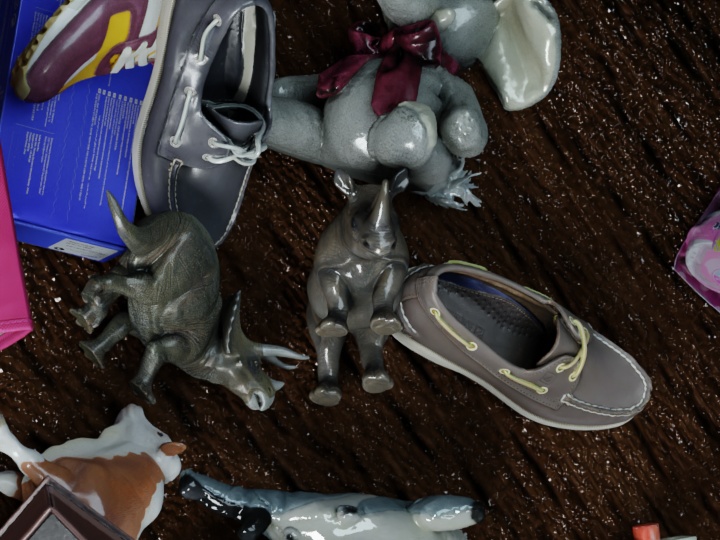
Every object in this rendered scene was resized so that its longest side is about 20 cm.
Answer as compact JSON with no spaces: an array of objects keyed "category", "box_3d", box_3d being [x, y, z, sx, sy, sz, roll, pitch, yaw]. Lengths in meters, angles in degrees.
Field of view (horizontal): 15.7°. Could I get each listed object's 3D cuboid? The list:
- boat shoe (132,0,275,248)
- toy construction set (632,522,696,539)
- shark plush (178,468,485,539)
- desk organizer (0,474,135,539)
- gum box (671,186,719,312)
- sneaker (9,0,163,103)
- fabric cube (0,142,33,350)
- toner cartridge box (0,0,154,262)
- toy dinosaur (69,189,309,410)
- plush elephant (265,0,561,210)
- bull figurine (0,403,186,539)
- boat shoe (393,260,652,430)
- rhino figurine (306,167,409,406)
[{"category":"boat shoe","box_3d":[-0.086,-0.088,1.535,0.073,0.063,0.200,-13,126,-31]},{"category":"toy construction set","box_3d":[0.180,0.260,1.668,0.131,0.092,0.200,-7,74,-4]},{"category":"shark plush","box_3d":[-0.021,0.162,1.594,0.200,0.083,0.091,4,111,-22]},{"category":"desk organizer","box_3d":[-0.205,0.219,1.424,0.072,0.077,0.200,39,97,-19]},{"category":"gum box","box_3d":[0.319,0.005,1.807,0.200,0.066,0.114,41,63,-15]},{"category":"sneaker","box_3d":[-0.118,-0.149,1.555,0.090,0.075,0.200,48,63,-6]},{"category":"fabric cube","box_3d":[-0.311,-0.037,1.411,0.200,0.196,0.200,-6,81,-28]},{"category":"toner cartridge box","box_3d":[-0.176,-0.113,1.584,0.095,0.043,0.200,16,73,-26]},{"category":"toy dinosaur","box_3d":[-0.118,0.010,1.552,0.102,0.077,0.200,-41,131,-22]},{"category":"plush elephant","box_3d":[0.031,-0.132,1.636,0.200,0.165,0.155,20,83,-53]},{"category":"bull figurine","box_3d":[-0.181,0.155,1.514,0.121,0.065,0.200,27,68,-17]},{"category":"boat shoe","box_3d":[0.111,0.049,1.693,0.200,0.060,0.072,26,68,-21]},{"category":"rhino figurine","box_3d":[0.000,0.000,1.577,0.060,0.200,0.088,4,59,-5]}]
